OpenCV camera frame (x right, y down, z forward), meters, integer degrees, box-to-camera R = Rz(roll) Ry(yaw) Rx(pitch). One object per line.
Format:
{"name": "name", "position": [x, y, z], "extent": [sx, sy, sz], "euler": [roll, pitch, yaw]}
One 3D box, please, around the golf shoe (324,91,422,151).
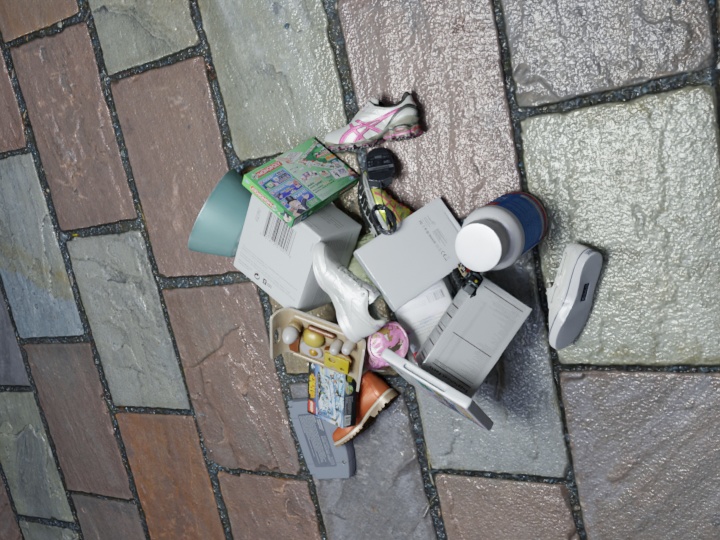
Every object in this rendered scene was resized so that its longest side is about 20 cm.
{"name": "golf shoe", "position": [0.021, -0.281, 1.433], "extent": [0.200, 0.073, 0.092], "euler": [-10, 95, 23]}

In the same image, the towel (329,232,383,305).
{"name": "towel", "position": [0.000, 0.000, 1.557], "extent": [0.200, 0.036, 0.149], "euler": [-11, 101, 34]}

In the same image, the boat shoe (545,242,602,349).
{"name": "boat shoe", "position": [0.367, 0.044, 1.336], "extent": [0.070, 0.071, 0.200], "euler": [40, 131, 47]}

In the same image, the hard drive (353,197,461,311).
{"name": "hard drive", "position": [0.105, -0.032, 1.400], "extent": [0.132, 0.200, 0.027], "euler": [55, 163, 4]}

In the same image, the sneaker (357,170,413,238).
{"name": "sneaker", "position": [0.057, -0.111, 1.471], "extent": [0.078, 0.090, 0.200], "euler": [110, 139, -69]}

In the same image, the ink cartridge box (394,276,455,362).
{"name": "ink cartridge box", "position": [0.142, 0.100, 1.465], "extent": [0.116, 0.067, 0.200], "euler": [-23, 93, 16]}

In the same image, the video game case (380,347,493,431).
{"name": "video game case", "position": [0.141, 0.216, 1.343], "extent": [0.182, 0.200, 0.024], "euler": [29, 80, 28]}

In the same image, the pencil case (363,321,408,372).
{"name": "pencil case", "position": [0.045, 0.153, 1.490], "extent": [0.200, 0.083, 0.087], "euler": [114, 132, -77]}

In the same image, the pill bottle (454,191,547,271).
{"name": "pill bottle", "position": [0.240, -0.065, 1.288], "extent": [0.112, 0.200, 0.112], "euler": [10, 111, 28]}

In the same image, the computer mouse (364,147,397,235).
{"name": "computer mouse", "position": [0.042, -0.150, 1.428], "extent": [0.059, 0.034, 0.200], "euler": [-7, 61, 4]}

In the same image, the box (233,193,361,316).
{"name": "box", "position": [-0.132, -0.050, 1.531], "extent": [0.199, 0.131, 0.200], "euler": [37, 125, 27]}

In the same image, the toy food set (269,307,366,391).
{"name": "toy food set", "position": [-0.086, 0.164, 1.489], "extent": [0.200, 0.060, 0.144], "euler": [20, 138, 12]}

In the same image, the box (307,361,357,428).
{"name": "box", "position": [-0.060, 0.224, 1.616], "extent": [0.137, 0.040, 0.200], "euler": [10, 100, 51]}

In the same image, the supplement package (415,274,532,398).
{"name": "supplement package", "position": [0.201, 0.116, 1.366], "extent": [0.114, 0.110, 0.200], "euler": [34, 94, -3]}

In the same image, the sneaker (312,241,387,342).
{"name": "sneaker", "position": [-0.018, 0.030, 1.392], "extent": [0.100, 0.075, 0.200], "euler": [-26, 94, 25]}

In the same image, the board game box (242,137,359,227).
{"name": "board game box", "position": [-0.114, -0.177, 1.469], "extent": [0.135, 0.200, 0.029], "euler": [41, 140, 14]}

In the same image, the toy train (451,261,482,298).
{"name": "toy train", "position": [0.187, 0.008, 1.303], "extent": [0.034, 0.200, 0.046], "euler": [35, 98, -2]}

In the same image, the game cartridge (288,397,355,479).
{"name": "game cartridge", "position": [-0.085, 0.387, 1.740], "extent": [0.133, 0.040, 0.200], "euler": [-11, 100, 37]}

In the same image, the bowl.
{"name": "bowl", "position": [-0.276, -0.108, 1.615], "extent": [0.105, 0.201, 0.201], "euler": [29, 121, -2]}

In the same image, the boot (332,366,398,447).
{"name": "boot", "position": [-0.013, 0.300, 1.647], "extent": [0.107, 0.075, 0.200], "euler": [45, 113, 15]}
